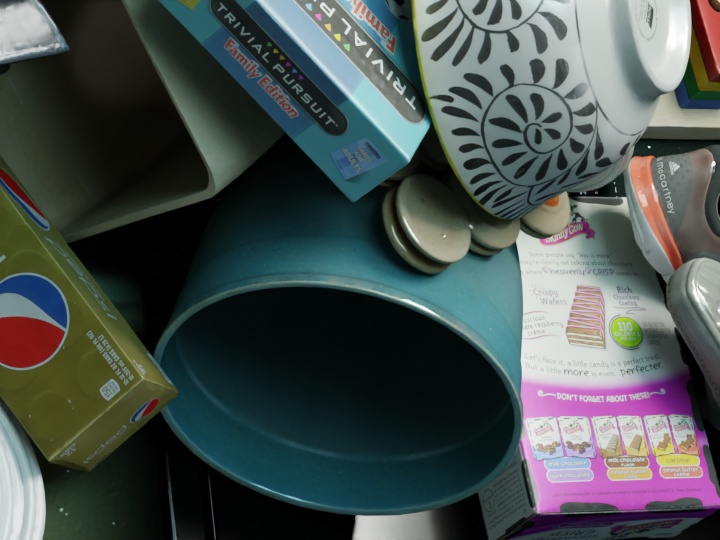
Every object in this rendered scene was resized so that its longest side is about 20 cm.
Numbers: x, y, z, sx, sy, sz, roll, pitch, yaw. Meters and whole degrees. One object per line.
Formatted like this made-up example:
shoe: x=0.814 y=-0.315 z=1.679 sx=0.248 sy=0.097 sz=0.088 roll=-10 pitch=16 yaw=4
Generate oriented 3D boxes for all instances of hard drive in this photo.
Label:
hard drive: x=-0.248 y=-0.110 z=1.370 sx=0.134 sy=0.199 sz=0.043 roll=-14 pitch=97 yaw=-32

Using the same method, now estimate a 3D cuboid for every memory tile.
memory tile: x=0.031 y=-0.099 z=1.402 sx=0.153 sy=0.017 sz=0.201 roll=-15 pitch=76 yaw=-50

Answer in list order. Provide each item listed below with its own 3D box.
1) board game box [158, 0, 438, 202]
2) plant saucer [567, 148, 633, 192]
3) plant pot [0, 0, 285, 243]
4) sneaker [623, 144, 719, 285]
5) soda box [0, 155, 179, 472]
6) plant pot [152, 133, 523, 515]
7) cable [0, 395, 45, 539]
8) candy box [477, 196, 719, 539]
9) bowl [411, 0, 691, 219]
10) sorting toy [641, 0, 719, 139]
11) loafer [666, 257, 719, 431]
board game box: x=-0.007 y=-0.153 z=1.348 sx=0.151 sy=0.047 sz=0.200 roll=45 pitch=40 yaw=-14
plant saucer: x=0.062 y=-0.102 z=1.547 sx=0.200 sy=0.200 sz=0.050 roll=39 pitch=66 yaw=-7
plant pot: x=-0.109 y=-0.150 z=1.438 sx=0.177 sy=0.199 sz=0.201 roll=-32 pitch=100 yaw=-35
sneaker: x=0.226 y=-0.004 z=1.605 sx=0.200 sy=0.081 sz=0.078 roll=50 pitch=27 yaw=-48
soda box: x=-0.184 y=0.006 z=1.395 sx=0.068 sy=0.064 sz=0.200 roll=-40 pitch=73 yaw=5
plant pot: x=0.000 y=0.000 z=1.468 sx=0.199 sy=0.200 sz=0.189 roll=25 pitch=49 yaw=-16
cable: x=-0.255 y=0.113 z=1.334 sx=0.199 sy=0.069 sz=0.201 roll=-28 pitch=81 yaw=-36
candy box: x=0.123 y=0.057 z=1.579 sx=0.135 sy=0.061 sz=0.201 roll=1 pitch=66 yaw=-30
bowl: x=0.110 y=-0.130 z=1.356 sx=0.200 sy=0.094 sz=0.203 roll=17 pitch=71 yaw=-62
sorting toy: x=0.166 y=-0.190 z=1.724 sx=0.199 sy=0.070 sz=0.200 roll=-1 pitch=66 yaw=-29
loafer: x=0.231 y=0.073 z=1.588 sx=0.200 sy=0.069 sz=0.070 roll=52 pitch=43 yaw=-28
